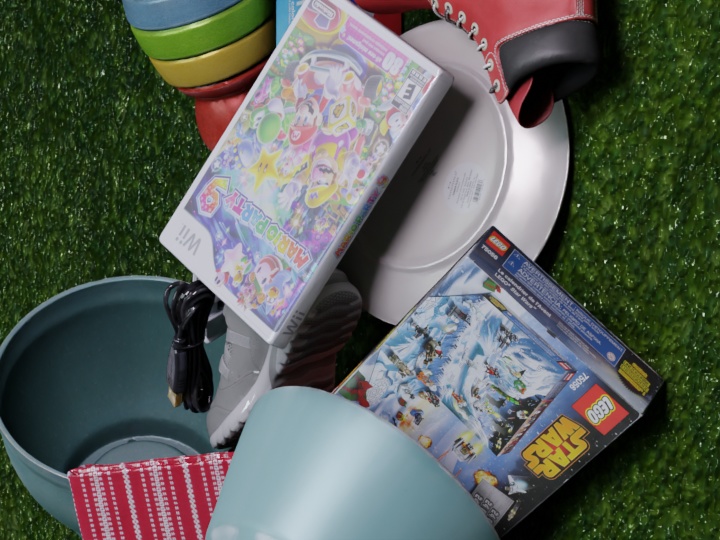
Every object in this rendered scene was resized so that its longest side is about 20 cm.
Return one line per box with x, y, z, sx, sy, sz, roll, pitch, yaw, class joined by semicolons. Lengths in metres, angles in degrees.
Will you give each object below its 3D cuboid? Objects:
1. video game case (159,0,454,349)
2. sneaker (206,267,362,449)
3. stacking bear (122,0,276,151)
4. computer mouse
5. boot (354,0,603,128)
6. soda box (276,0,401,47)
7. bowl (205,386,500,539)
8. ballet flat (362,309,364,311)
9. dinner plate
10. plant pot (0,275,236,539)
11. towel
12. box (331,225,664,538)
-0.037;-0.069;1.568;0.143;0.018;0.201;40;101;44;video game case
-0.057;0.045;1.643;0.082;0.074;0.200;60;141;25;sneaker
-0.100;-0.169;1.742;0.121;0.114;0.201;12;131;51;stacking bear
-0.093;0.010;1.743;0.200;0.044;0.110;-68;-18;-55;computer mouse
0.067;-0.151;1.522;0.199;0.072;0.145;-12;71;44;boot
-0.015;-0.174;1.686;0.068;0.064;0.202;-8;82;57;soda box
-0.018;0.179;1.521;0.200;0.105;0.201;30;150;19;bowl
0.000;0.000;1.656;0.199;0.068;0.069;3;80;47;ballet flat
0.044;-0.064;1.563;0.199;0.024;0.202;-8;76;36;dinner plate
-0.162;0.122;1.797;0.135;0.199;0.201;89;157;-45;plant pot
-0.088;0.187;1.663;0.199;0.022;0.146;-6;108;16;towel
0.071;0.080;1.483;0.137;0.040;0.200;43;134;-1;box
